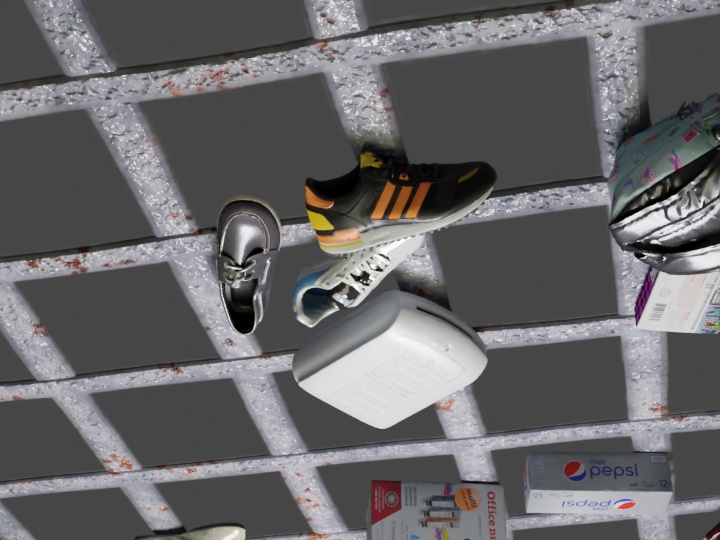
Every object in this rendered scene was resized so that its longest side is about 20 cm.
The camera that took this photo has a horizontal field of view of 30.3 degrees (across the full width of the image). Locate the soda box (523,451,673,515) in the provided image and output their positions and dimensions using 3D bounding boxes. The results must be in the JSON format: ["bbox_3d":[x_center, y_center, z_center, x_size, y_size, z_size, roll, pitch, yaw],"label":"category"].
[{"bbox_3d":[0.329,0.296,1.852,0.197,0.064,0.069,0,142,0],"label":"soda box"}]

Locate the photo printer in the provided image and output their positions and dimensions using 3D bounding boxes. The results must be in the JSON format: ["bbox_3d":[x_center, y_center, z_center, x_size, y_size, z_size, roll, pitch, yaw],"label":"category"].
[{"bbox_3d":[0.041,0.105,1.600,0.166,0.070,0.199,30,134,-32],"label":"photo printer"}]

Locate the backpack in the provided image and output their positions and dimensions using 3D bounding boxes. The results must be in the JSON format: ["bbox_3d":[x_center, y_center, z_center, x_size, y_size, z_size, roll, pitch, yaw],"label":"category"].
[{"bbox_3d":[0.337,-0.085,1.298,0.199,0.127,0.167,-30,122,36],"label":"backpack"}]

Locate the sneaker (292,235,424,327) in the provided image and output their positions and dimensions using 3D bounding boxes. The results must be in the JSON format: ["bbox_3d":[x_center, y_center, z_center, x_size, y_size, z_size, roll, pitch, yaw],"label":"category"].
[{"bbox_3d":[0.000,0.000,1.463,0.071,0.073,0.199,29,134,-30],"label":"sneaker"}]

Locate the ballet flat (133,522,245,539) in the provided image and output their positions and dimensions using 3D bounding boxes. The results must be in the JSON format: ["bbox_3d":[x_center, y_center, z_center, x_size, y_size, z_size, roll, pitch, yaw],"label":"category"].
[{"bbox_3d":[-0.266,0.436,2.052,0.198,0.063,0.068,-12,142,16],"label":"ballet flat"}]

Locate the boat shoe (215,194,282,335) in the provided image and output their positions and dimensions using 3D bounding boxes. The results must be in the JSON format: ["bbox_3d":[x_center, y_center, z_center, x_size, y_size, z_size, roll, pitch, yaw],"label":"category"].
[{"bbox_3d":[-0.124,-0.003,1.467,0.072,0.063,0.201,3,143,-3],"label":"boat shoe"}]

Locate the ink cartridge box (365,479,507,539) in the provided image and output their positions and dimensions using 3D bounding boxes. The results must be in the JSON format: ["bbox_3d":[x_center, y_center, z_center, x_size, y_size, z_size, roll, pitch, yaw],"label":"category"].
[{"bbox_3d":[0.109,0.402,1.929,0.197,0.147,0.145,2,143,-3],"label":"ink cartridge box"}]

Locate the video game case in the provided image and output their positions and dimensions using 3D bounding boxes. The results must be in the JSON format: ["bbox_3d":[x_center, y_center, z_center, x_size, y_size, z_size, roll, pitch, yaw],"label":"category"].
[{"bbox_3d":[0.415,0.002,1.484,0.179,0.036,0.201,3,143,-2],"label":"video game case"}]

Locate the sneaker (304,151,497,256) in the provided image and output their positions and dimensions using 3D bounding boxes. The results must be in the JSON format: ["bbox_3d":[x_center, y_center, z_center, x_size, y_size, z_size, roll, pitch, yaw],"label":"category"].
[{"bbox_3d":[0.038,-0.085,1.353,0.198,0.070,0.091,-18,117,10],"label":"sneaker"}]

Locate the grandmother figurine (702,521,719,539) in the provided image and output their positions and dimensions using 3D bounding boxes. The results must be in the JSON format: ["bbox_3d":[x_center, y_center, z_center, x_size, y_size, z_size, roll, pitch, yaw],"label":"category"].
[{"bbox_3d":[0.558,0.388,1.980,0.120,0.061,0.201,-22,143,-15],"label":"grandmother figurine"}]
